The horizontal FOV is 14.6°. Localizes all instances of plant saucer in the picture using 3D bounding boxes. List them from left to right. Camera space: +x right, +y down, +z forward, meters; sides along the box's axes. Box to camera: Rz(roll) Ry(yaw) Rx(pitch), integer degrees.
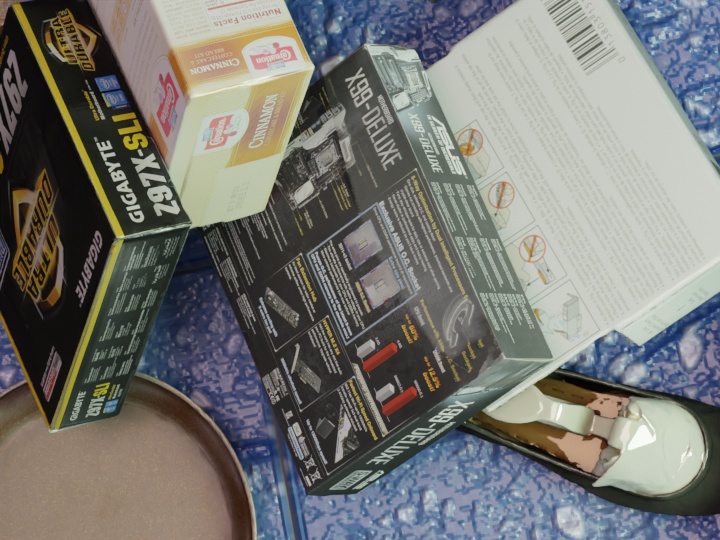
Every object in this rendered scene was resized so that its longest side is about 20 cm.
[{"bbox_3d":[-0.153,0.155,1.620,0.200,0.032,0.201,-1,86,13],"label":"plant saucer"}]

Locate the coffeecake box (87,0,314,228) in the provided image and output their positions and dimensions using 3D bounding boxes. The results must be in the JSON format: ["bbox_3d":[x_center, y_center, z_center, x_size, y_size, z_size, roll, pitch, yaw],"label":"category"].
[{"bbox_3d":[-0.105,-0.144,1.511,0.073,0.154,0.200,-15,67,-20],"label":"coffeecake box"}]

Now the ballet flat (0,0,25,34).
[{"bbox_3d":[-0.196,-0.122,1.623,0.200,0.067,0.068,-2,122,13],"label":"ballet flat"}]

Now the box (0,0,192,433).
[{"bbox_3d":[-0.162,-0.030,1.542,0.049,0.200,0.160,-12,62,-25],"label":"box"}]

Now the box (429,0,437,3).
[{"bbox_3d":[-0.002,-0.266,1.531,0.123,0.200,0.198,-45,78,5],"label":"box"}]

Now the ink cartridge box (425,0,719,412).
[{"bbox_3d":[0.103,-0.043,1.550,0.173,0.044,0.200,-35,66,13],"label":"ink cartridge box"}]

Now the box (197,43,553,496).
[{"bbox_3d":[0.000,0.000,1.539,0.158,0.050,0.200,-37,66,32],"label":"box"}]

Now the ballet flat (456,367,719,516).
[{"bbox_3d":[0.127,0.090,1.544,0.200,0.068,0.068,15,88,13],"label":"ballet flat"}]
